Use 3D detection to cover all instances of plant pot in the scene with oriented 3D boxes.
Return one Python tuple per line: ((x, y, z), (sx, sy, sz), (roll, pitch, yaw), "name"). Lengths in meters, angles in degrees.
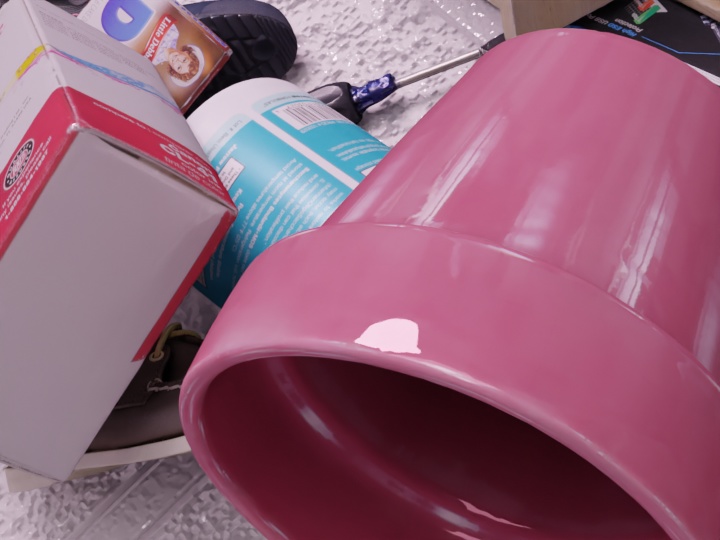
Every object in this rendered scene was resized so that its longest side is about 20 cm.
((0.061, 0.019, 0.567), (0.199, 0.200, 0.179), (13, 56, 26), "plant pot")

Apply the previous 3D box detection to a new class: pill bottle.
((0.000, 0.000, 0.732), (0.200, 0.111, 0.111), (37, 82, 32), "pill bottle")

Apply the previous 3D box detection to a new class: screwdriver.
((0.032, -0.106, 0.819), (0.199, 0.028, 0.029), (-25, 87, 12), "screwdriver")

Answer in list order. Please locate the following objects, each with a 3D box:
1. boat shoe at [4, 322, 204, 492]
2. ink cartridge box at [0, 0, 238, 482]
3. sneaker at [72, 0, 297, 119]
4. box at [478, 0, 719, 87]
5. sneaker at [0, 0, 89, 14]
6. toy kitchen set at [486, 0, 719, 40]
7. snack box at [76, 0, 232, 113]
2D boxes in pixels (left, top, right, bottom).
((-0.100, 0.058, 0.731), (0.199, 0.072, 0.060), (-17, 85, 40), "boat shoe")
((-0.144, -0.024, 0.709), (0.148, 0.085, 0.200), (-56, 27, 13), "ink cartridge box")
((-0.133, -0.122, 0.872), (0.199, 0.070, 0.082), (-13, 45, 6), "sneaker")
((0.190, -0.094, 0.688), (0.198, 0.050, 0.200), (-38, 46, -23), "box")
((-0.164, -0.220, 0.930), (0.200, 0.075, 0.114), (-36, 58, 8), "sneaker")
((0.137, -0.201, 0.648), (0.199, 0.181, 0.163), (-29, 42, -18), "toy kitchen set")
((-0.156, -0.061, 0.823), (0.072, 0.024, 0.200), (41, 102, -2), "snack box")
